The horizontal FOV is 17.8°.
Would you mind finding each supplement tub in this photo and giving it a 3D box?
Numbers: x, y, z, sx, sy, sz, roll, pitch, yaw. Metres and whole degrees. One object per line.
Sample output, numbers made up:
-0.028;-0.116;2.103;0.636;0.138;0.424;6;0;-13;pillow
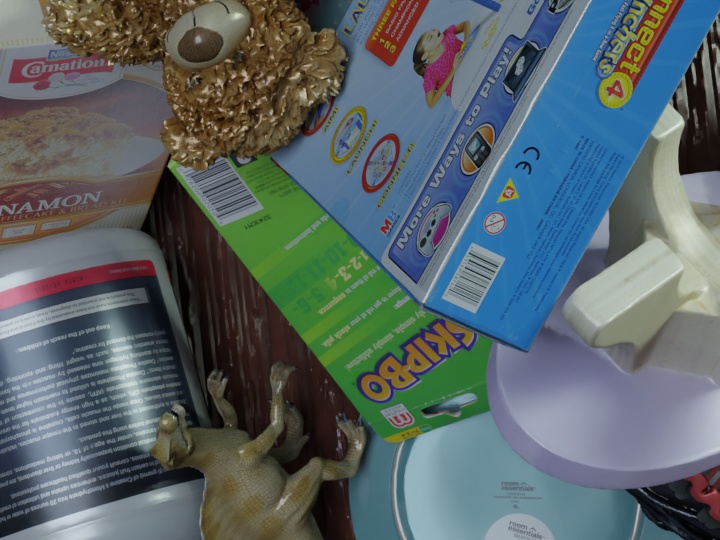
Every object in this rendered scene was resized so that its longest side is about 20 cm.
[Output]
-0.148;0.089;1.212;0.140;0.140;0.200;-19;82;20;supplement tub

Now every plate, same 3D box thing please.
0.083;0.114;1.184;0.200;0.026;0.201;-1;88;21;plate

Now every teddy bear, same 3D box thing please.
-0.075;-0.147;1.051;0.145;0.067;0.200;0;63;5;teddy bear

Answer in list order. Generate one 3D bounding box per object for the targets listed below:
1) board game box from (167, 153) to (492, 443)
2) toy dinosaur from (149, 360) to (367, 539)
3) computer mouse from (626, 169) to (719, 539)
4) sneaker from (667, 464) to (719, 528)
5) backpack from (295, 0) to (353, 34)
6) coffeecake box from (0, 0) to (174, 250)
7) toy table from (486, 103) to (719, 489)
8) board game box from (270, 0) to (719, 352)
0.000;0.000;1.139;0.095;0.030;0.200;-21;117;29;board game box
-0.043;0.115;1.191;0.058;0.200;0.101;-1;50;47;toy dinosaur
0.177;0.030;1.117;0.138;0.053;0.200;32;94;4;computer mouse
0.219;0.098;1.062;0.200;0.071;0.098;39;128;-15;sneaker
0.004;-0.152;1.160;0.177;0.151;0.201;-9;81;22;backpack
-0.172;-0.088;1.162;0.200;0.153;0.073;118;138;-55;coffeecake box
0.149;-0.001;0.994;0.184;0.117;0.200;38;59;11;toy table
0.058;-0.094;0.973;0.200;0.056;0.196;-61;27;9;board game box
